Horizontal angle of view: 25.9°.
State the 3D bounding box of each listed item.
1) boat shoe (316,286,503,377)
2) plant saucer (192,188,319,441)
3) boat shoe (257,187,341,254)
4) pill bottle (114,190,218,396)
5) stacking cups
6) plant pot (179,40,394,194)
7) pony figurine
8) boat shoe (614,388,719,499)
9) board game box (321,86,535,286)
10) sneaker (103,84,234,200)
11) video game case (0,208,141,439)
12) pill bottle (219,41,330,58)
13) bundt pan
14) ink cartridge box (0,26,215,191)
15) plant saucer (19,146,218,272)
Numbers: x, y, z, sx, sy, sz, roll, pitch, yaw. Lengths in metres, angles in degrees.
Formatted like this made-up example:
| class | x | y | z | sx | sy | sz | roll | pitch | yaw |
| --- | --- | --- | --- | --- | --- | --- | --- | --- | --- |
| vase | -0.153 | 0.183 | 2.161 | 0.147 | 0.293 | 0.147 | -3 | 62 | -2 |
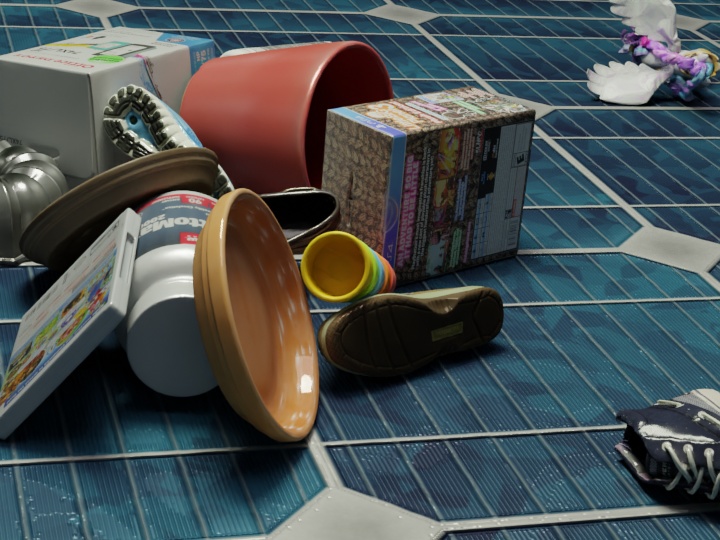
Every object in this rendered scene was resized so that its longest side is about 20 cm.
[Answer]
| class | x | y | z | sx | sy | sz | roll | pitch | yaw |
| --- | --- | --- | --- | --- | --- | --- | --- | --- | --- |
| boat shoe | 0.033 | 0.051 | 1.376 | 0.200 | 0.072 | 0.076 | -5 | 9 | -40 |
| plant saucer | -0.083 | 0.037 | 1.217 | 0.037 | 0.201 | 0.200 | -14 | 19 | 14 |
| boat shoe | -0.109 | -0.040 | 1.473 | 0.200 | 0.073 | 0.075 | -21 | 76 | -22 |
| pill bottle | -0.149 | 0.020 | 1.319 | 0.119 | 0.120 | 0.200 | 2 | 23 | -8 |
| stacking cups | 0.000 | 0.000 | 1.392 | 0.060 | 0.061 | 0.200 | 11 | 1 | 12 |
| plant pot | -0.084 | -0.153 | 1.677 | 0.177 | 0.201 | 0.200 | 8 | 21 | 28 |
| pony figurine | 0.426 | -0.307 | 2.225 | 0.193 | 0.167 | 0.200 | 15 | 8 | 3 |
| boat shoe | 0.269 | 0.154 | 1.181 | 0.093 | 0.075 | 0.200 | -9 | 19 | -17 |
| board game box | 0.066 | -0.086 | 1.571 | 0.200 | 0.160 | 0.097 | -13 | 28 | -39 |
| sneaker | -0.171 | -0.105 | 1.580 | 0.200 | 0.078 | 0.090 | 55 | 18 | 11 |
| video game case | -0.234 | 0.038 | 1.256 | 0.018 | 0.143 | 0.200 | 41 | 15 | -19 |
| pill bottle | -0.073 | -0.222 | 1.917 | 0.200 | 0.113 | 0.113 | -12 | 29 | -35 |
| bundt pan | -0.381 | -0.076 | 1.547 | 0.201 | 0.076 | 0.202 | 5 | 24 | -2 |
| ink cartridge box | -0.272 | -0.170 | 1.687 | 0.146 | 0.146 | 0.200 | 12 | 24 | 31 |
| plant saucer | -0.217 | -0.051 | 1.441 | 0.200 | 0.200 | 0.030 | -17 | 74 | -43 |
